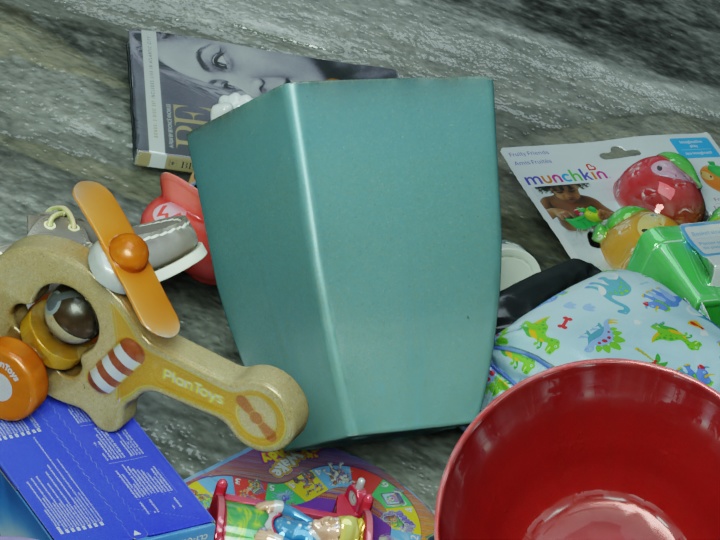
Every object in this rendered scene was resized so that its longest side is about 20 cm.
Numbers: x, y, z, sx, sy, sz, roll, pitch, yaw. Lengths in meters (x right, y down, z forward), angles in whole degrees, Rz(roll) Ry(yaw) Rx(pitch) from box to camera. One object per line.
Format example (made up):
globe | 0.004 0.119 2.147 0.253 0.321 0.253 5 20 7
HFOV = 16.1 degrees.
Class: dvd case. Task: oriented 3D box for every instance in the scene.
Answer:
dvd case | -0.062 -0.109 1.770 0.198 0.016 0.149 7 37 -13

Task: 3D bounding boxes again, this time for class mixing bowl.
mixing bowl | 0.141 0.161 1.425 0.198 0.109 0.202 -1 68 2

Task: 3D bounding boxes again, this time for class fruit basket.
fruit basket | 0.217 -0.030 1.742 0.184 0.094 0.201 -5 50 -28

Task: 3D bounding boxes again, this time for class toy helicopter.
toy helicopter | -0.116 0.037 1.399 0.199 0.133 0.079 23 32 16

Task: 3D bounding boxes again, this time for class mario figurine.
mario figurine | -0.061 -0.072 1.642 0.200 0.123 0.106 -34 92 -34

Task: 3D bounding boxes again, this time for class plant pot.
plant pot | 0.000 0.000 1.503 0.140 0.141 0.202 -4 82 -29

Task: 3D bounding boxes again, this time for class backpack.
backpack | 0.161 0.083 1.558 0.163 0.154 0.200 -23 65 -41

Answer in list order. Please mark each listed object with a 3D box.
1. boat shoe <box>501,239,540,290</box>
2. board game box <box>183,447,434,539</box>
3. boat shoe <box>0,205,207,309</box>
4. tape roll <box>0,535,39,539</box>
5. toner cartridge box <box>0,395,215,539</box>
boat shoe | 0.015 0.009 1.644 0.198 0.073 0.062 -5 19 -14
board game box | -0.034 0.148 1.458 0.158 0.039 0.199 39 41 27
boat shoe | -0.192 -0.004 1.512 0.198 0.060 0.072 -15 6 -3
tape roll | -0.174 0.231 1.255 0.198 0.085 0.201 11 37 -8
toner cartridge box | -0.170 0.108 1.434 0.094 0.043 0.200 -11 38 -31
